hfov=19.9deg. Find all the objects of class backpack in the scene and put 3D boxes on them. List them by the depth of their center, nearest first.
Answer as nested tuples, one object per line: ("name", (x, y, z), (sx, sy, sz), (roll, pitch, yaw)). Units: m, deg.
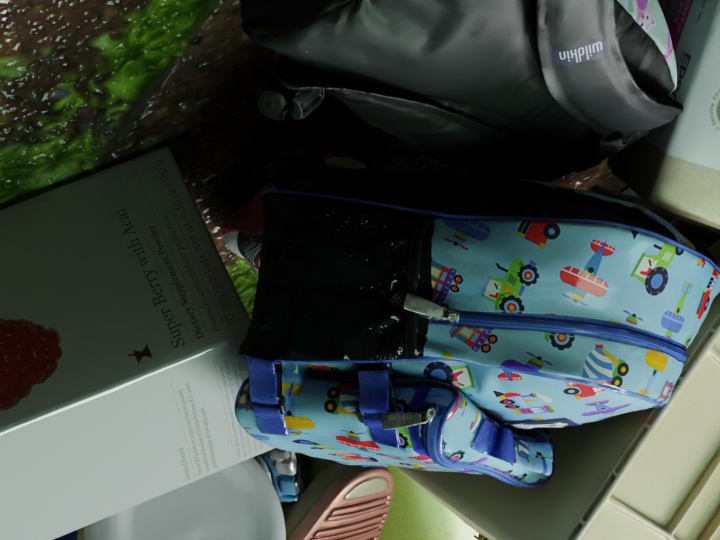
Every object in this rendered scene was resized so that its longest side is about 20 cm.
("backpack", (0.060, -0.119, 0.904), (0.166, 0.127, 0.200), (-20, 152, 31))
("backpack", (0.063, 0.028, 0.949), (0.199, 0.136, 0.182), (4, 171, 21))

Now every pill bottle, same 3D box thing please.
("pill bottle", (-0.132, 0.162, 1.152), (0.115, 0.117, 0.200), (-8, 168, -31))

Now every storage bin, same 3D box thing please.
("storage bin", (0.135, 0.071, 1.071), (0.094, 0.200, 0.199), (38, 85, -26))

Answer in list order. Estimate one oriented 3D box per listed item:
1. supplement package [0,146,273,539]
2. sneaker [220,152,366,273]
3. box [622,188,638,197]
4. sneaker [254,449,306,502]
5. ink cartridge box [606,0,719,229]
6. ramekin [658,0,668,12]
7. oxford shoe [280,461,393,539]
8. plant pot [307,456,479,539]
("supplement package", (-0.157, 0.050, 0.998), (0.199, 0.122, 0.120), (-22, 150, -10))
("sneaker", (0.000, 0.000, 1.098), (0.080, 0.075, 0.200), (-36, 149, 15))
("box", (0.220, 0.024, 1.188), (0.075, 0.201, 0.050), (-40, 147, 20))
("sneaker", (-0.080, 0.093, 1.200), (0.086, 0.075, 0.200), (-8, 151, 6))
("ink cartridge box", (0.230, -0.109, 0.970), (0.164, 0.075, 0.201), (15, 104, -12))
("ramekin", (0.231, -0.102, 1.106), (0.199, 0.098, 0.201), (-21, 150, -13))
("oxford shoe", (-0.051, 0.159, 1.176), (0.070, 0.074, 0.200), (-2, 141, -43))
("plant pot", (0.040, 0.134, 1.262), (0.186, 0.188, 0.201), (-24, 136, -6))
